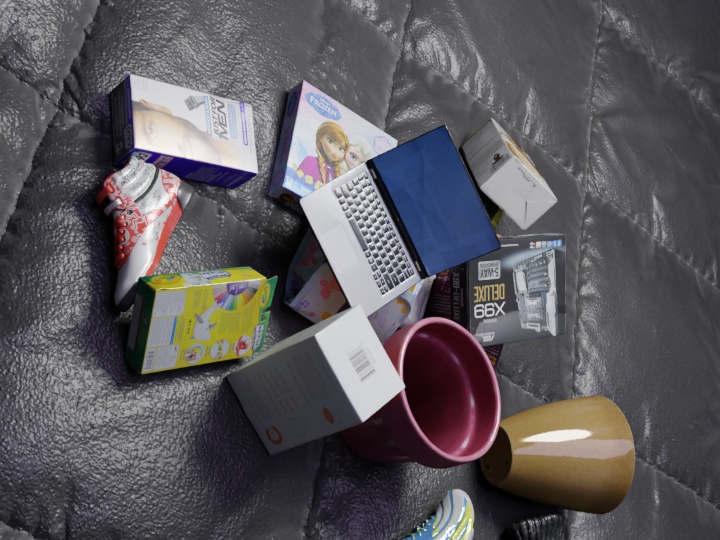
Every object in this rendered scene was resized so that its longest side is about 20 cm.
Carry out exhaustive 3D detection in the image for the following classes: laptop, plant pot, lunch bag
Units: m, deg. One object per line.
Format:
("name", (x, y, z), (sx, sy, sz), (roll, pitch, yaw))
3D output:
("laptop", (0.054, -0.063, 1.501), (0.199, 0.116, 0.189), (-32, 101, -29))
("plant pot", (0.293, 0.287, 1.729), (0.198, 0.186, 0.188), (6, 67, -27))
("plant pot", (0.068, 0.187, 1.548), (0.199, 0.178, 0.202), (19, 59, -35))
("lunch bag", (0.000, 0.000, 1.600), (0.169, 0.127, 0.201), (33, 79, -26))

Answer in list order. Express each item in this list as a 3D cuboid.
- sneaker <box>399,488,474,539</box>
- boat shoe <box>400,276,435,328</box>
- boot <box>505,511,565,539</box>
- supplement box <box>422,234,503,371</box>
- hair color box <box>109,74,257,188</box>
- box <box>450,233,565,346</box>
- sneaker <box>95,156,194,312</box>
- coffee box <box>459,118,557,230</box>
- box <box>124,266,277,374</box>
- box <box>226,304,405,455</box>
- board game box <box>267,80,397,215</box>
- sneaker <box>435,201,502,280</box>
("sneaker", (0.095, 0.385, 1.558), (0.105, 0.075, 0.201), (36, 52, -24))
("boat shoe", (0.085, 0.002, 1.732), (0.065, 0.073, 0.202), (35, 61, -31))
("boot", (0.254, 0.459, 1.666), (0.210, 0.079, 0.160), (-5, 82, -55))
("supplement box", (0.177, 0.045, 1.730), (0.110, 0.085, 0.202), (25, 79, -33))
("hair color box", (-0.240, -0.188, 1.516), (0.199, 0.065, 0.111), (7, 67, -39))
("box", (0.225, 0.028, 1.679), (0.198, 0.050, 0.160), (-4, 96, -34))
("sneaker", (-0.298, -0.051, 1.404), (0.107, 0.067, 0.203), (30, 59, -15))
("coffee box", (0.249, -0.166, 1.877), (0.114, 0.080, 0.200), (42, 16, -21))
("box", (-0.198, 0.059, 1.411), (0.199, 0.048, 0.118), (-4, 117, -42))
("box", (-0.061, 0.144, 1.433), (0.097, 0.199, 0.125), (-33, 95, -45))
("board game box", (-0.038, -0.160, 1.703), (0.199, 0.041, 0.201), (28, 55, -31))
("sneaker", (0.185, -0.036, 1.841), (0.077, 0.075, 0.201), (51, 56, -23))
